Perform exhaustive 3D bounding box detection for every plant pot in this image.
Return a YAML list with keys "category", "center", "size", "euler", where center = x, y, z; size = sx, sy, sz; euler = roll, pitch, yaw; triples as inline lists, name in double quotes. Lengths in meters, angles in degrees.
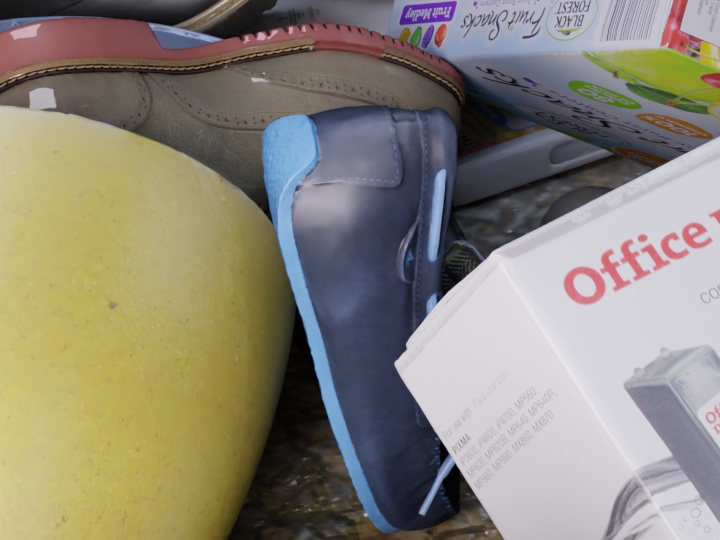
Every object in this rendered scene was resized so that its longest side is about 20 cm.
- category: "plant pot"
  center: [-0.119, 0.064, 0.910]
  size: [0.199, 0.200, 0.143]
  euler: [-2, 55, 2]

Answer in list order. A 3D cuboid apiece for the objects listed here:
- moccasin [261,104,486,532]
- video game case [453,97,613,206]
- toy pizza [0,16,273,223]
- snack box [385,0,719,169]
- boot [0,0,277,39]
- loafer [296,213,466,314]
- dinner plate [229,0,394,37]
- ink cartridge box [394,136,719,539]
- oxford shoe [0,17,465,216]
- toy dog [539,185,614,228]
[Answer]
- category: "moccasin"
  center: [0.019, 0.023, 0.933]
  size: [0.068, 0.200, 0.081]
  euler: [-14, 57, 2]
- category: "video game case"
  center: [0.071, -0.104, 1.290]
  size: [0.181, 0.024, 0.200]
  euler: [-19, 35, -21]
- category: "toy pizza"
  center: [-0.087, -0.035, 1.049]
  size: [0.199, 0.032, 0.201]
  euler: [8, 30, -4]
- category: "snack box"
  center: [0.115, -0.075, 1.028]
  size: [0.142, 0.053, 0.200]
  euler: [20, -7, -27]
- category: "boot"
  center: [-0.112, -0.148, 1.165]
  size: [0.199, 0.139, 0.078]
  euler: [-30, 25, 13]
- category: "loafer"
  center: [0.000, 0.000, 1.094]
  size: [0.070, 0.068, 0.201]
  euler: [-19, 29, -9]
- category: "dinner plate"
  center: [-0.022, -0.100, 1.221]
  size: [0.199, 0.024, 0.200]
  euler: [-9, 22, 4]
- category: "ink cartridge box"
  center: [0.127, 0.065, 0.860]
  size: [0.145, 0.085, 0.201]
  euler: [-26, 74, -31]
- category: "oxford shoe"
  center: [-0.044, -0.039, 0.993]
  size: [0.199, 0.070, 0.075]
  euler: [-3, 65, -33]
- category: "toy dog"
  center: [0.108, 0.038, 1.021]
  size: [0.131, 0.097, 0.200]
  euler: [1, 17, 13]
